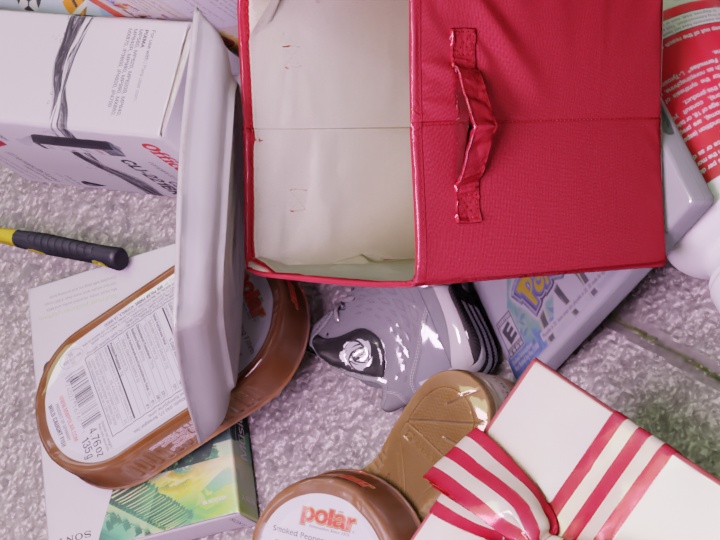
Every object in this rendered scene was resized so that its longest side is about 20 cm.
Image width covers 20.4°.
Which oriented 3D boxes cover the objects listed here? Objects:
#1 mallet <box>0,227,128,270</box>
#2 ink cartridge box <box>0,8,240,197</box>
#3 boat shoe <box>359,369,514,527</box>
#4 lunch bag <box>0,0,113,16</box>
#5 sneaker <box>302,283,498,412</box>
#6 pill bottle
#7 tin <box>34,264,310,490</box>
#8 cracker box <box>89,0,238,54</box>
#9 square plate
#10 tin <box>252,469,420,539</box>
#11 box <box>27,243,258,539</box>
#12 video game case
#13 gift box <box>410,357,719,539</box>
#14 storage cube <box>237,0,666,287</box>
[{"bbox_3d":[-0.249,-0.027,1.392,0.200,0.066,0.041,7,71,39],"label":"mallet"},{"bbox_3d":[-0.173,-0.111,1.360,0.199,0.144,0.084,6,76,27],"label":"ink cartridge box"},{"bbox_3d":[0.031,0.140,1.226,0.074,0.069,0.200,51,118,22],"label":"boat shoe"},{"bbox_3d":[-0.171,-0.261,1.426,0.170,0.124,0.201,12,85,28],"label":"lunch bag"},{"bbox_3d":[0.000,0.000,1.286,0.115,0.075,0.200,-30,64,15],"label":"sneaker"},{"bbox_3d":[0.213,-0.069,1.190,0.112,0.112,0.200,-29,62,13],"label":"pill bottle"},{"bbox_3d":[-0.124,0.062,1.294,0.200,0.042,0.112,-34,60,13],"label":"tin"},{"bbox_3d":[-0.065,-0.190,1.269,0.200,0.134,0.058,-2,73,31],"label":"cracker box"},{"bbox_3d":[-0.086,-0.021,1.183,0.028,0.198,0.201,2,67,1],"label":"square plate"},{"bbox_3d":[-0.018,0.220,1.192,0.112,0.042,0.201,9,97,28],"label":"tin"},{"bbox_3d":[-0.148,0.088,1.343,0.144,0.036,0.201,-17,67,19],"label":"box"},{"bbox_3d":[0.117,-0.057,1.216,0.200,0.022,0.183,-53,51,46],"label":"video game case"},{"bbox_3d":[0.130,0.185,1.098,0.184,0.187,0.200,28,84,30],"label":"gift box"},{"bbox_3d":[0.052,-0.082,1.131,0.200,0.179,0.172,3,96,55],"label":"storage cube"}]
